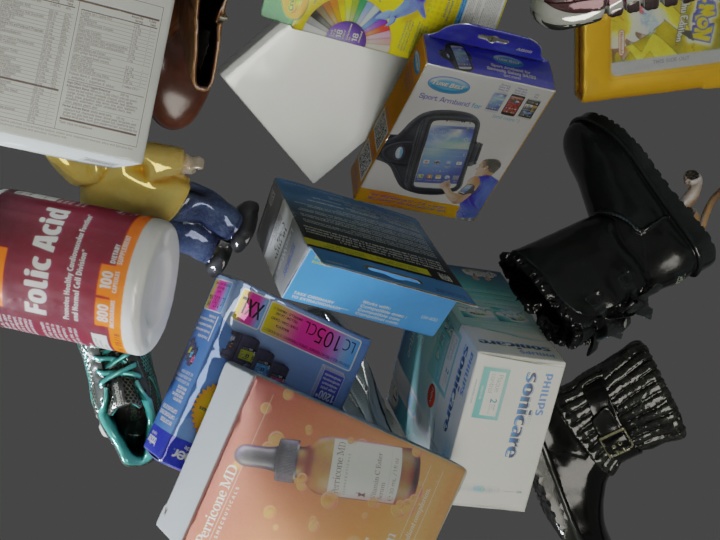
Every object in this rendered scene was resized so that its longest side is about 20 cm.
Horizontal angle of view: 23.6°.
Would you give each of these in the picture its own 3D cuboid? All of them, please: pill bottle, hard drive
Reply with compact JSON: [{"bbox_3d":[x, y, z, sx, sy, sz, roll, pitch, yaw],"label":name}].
[{"bbox_3d":[-0.258,-0.004,1.414,0.198,0.114,0.115,11,112,8],"label":"pill bottle"},{"bbox_3d":[-0.005,-0.187,1.477,0.200,0.026,0.132,-39,116,5],"label":"hard drive"}]

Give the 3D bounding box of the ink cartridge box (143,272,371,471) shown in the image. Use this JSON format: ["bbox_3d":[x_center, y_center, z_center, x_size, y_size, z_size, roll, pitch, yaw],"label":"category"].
[{"bbox_3d":[-0.095,0.122,1.485,0.136,0.076,0.201,24,87,-17],"label":"ink cartridge box"}]

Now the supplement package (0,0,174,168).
[{"bbox_3d":[-0.231,-0.192,1.318,0.150,0.152,0.202,12,88,-18],"label":"supplement package"}]

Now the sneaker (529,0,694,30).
[{"bbox_3d":[0.232,-0.279,1.439,0.199,0.076,0.116,-16,113,-7],"label":"sneaker"}]

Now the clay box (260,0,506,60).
[{"bbox_3d":[0.022,-0.241,1.421,0.199,0.048,0.116,13,110,-19],"label":"clay box"}]

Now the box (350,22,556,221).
[{"bbox_3d":[0.080,-0.125,1.466,0.118,0.042,0.200,9,142,-18],"label":"box"}]

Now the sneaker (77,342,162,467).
[{"bbox_3d":[-0.209,0.084,1.506,0.077,0.091,0.201,-17,115,-6],"label":"sneaker"}]

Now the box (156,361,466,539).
[{"bbox_3d":[-0.042,0.186,1.409,0.199,0.106,0.153,25,86,-17],"label":"box"}]

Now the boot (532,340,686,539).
[{"bbox_3d":[0.245,0.185,1.668,0.157,0.080,0.212,-25,116,-2],"label":"boot"}]

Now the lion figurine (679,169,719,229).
[{"bbox_3d":[0.261,-0.006,1.596,0.199,0.073,0.123,-19,133,-12],"label":"lion figurine"}]

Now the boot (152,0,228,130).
[{"bbox_3d":[-0.125,-0.176,1.355,0.068,0.200,0.189,12,109,-18],"label":"boot"}]

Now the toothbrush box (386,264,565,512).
[{"bbox_3d":[0.098,0.100,1.528,0.085,0.200,0.147,7,112,-17],"label":"toothbrush box"}]

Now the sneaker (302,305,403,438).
[{"bbox_3d":[-0.013,0.123,1.586,0.073,0.071,0.201,-22,99,2],"label":"sneaker"}]

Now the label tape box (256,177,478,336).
[{"bbox_3d":[0.000,0.000,1.461,0.143,0.200,0.064,15,109,-19],"label":"label tape box"}]

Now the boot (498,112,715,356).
[{"bbox_3d":[0.192,-0.033,1.490,0.162,0.199,0.074,-29,155,-18],"label":"boot"}]

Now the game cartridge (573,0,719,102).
[{"bbox_3d":[0.286,-0.245,1.522,0.198,0.032,0.178,-7,114,-9],"label":"game cartridge"}]

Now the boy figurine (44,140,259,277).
[{"bbox_3d":[-0.189,-0.067,1.462,0.199,0.065,0.124,30,129,-20],"label":"boy figurine"}]
